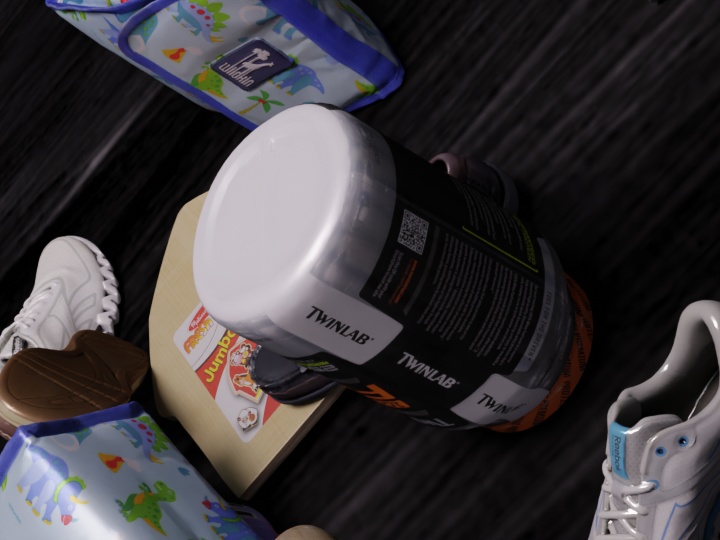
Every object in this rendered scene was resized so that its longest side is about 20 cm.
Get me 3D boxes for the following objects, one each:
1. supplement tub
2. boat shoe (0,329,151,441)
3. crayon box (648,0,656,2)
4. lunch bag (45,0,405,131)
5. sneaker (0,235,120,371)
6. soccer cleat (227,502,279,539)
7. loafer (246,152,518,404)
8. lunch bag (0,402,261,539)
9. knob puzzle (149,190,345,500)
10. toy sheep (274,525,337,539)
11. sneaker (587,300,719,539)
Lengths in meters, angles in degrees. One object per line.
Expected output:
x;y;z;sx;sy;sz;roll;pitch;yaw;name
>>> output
0.022;0.007;0.876;0.122;0.199;0.123;-29;48;37;supplement tub
-0.185;0.089;1.060;0.200;0.072;0.072;-57;-8;-80;boat shoe
0.193;-0.268;0.971;0.125;0.051;0.201;-29;49;35;crayon box
-0.086;-0.173;1.139;0.199;0.170;0.128;14;78;50;lunch bag
-0.225;0.049;1.240;0.075;0.081;0.201;-38;42;31;sneaker
-0.123;0.157;1.054;0.200;0.076;0.067;19;82;53;soccer cleat
0.000;0.000;0.988;0.200;0.063;0.072;-41;53;18;loafer
-0.145;0.206;0.961;0.170;0.127;0.201;42;114;25;lunch bag
-0.062;0.020;1.091;0.219;0.030;0.221;-15;64;33;knob puzzle
0.003;0.219;0.829;0.138;0.138;0.201;-37;67;29;toy sheep
0.133;0.102;0.783;0.075;0.086;0.201;22;86;51;sneaker
